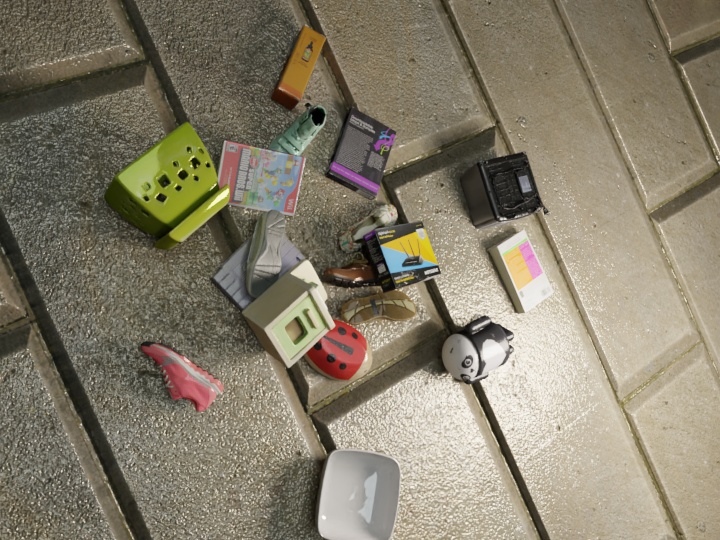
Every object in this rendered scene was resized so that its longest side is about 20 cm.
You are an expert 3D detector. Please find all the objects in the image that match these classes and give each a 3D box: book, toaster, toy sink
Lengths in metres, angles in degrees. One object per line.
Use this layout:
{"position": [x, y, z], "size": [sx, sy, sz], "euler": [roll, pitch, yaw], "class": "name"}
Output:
{"position": [0.456, 0.001, 1.807], "size": [0.133, 0.048, 0.202], "euler": [-27, 93, -29], "class": "book"}
{"position": [0.397, -0.214, 1.778], "size": [0.179, 0.118, 0.203], "euler": [-16, 87, -26], "class": "toaster"}
{"position": [-0.141, 0.094, 1.440], "size": [0.200, 0.111, 0.131], "euler": [-41, 128, -21], "class": "toy sink"}

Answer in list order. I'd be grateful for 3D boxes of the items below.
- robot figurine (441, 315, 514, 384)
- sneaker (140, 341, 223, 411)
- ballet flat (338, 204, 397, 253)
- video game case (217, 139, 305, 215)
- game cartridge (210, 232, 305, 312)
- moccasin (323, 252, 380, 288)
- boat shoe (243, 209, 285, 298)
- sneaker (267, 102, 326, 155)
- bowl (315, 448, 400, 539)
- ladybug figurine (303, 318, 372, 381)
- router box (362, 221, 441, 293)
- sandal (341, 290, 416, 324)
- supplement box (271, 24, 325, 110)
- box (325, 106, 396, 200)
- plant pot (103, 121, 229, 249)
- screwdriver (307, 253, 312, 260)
{"position": [0.305, 0.205, 1.651], "size": [0.198, 0.125, 0.152], "euler": [-17, 80, -27], "class": "robot figurine"}
{"position": [-0.388, 0.225, 1.356], "size": [0.199, 0.074, 0.087], "euler": [38, 69, -14], "class": "sneaker"}
{"position": [0.031, -0.108, 1.619], "size": [0.199, 0.064, 0.076], "euler": [-39, 96, -26], "class": "ballet flat"}
{"position": [-0.237, -0.215, 1.506], "size": [0.197, 0.017, 0.145], "euler": [8, 104, -23], "class": "video game case"}
{"position": [-0.238, -0.007, 1.493], "size": [0.130, 0.038, 0.200], "euler": [46, 66, -6], "class": "game cartridge"}
{"position": [0.001, 0.000, 1.578], "size": [0.198, 0.073, 0.079], "euler": [-3, 79, -26], "class": "moccasin"}
{"position": [-0.223, -0.037, 1.461], "size": [0.074, 0.064, 0.205], "euler": [16, 79, -41], "class": "boat shoe"}
{"position": [-0.157, -0.320, 1.542], "size": [0.073, 0.118, 0.202], "euler": [38, 68, -15], "class": "sneaker"}
{"position": [-0.011, 0.516, 1.474], "size": [0.197, 0.074, 0.203], "euler": [15, 74, -21], "class": "bowl"}
{"position": [-0.053, 0.186, 1.519], "size": [0.198, 0.072, 0.138], "euler": [26, 71, -18], "class": "ladybug figurine"}
{"position": [0.107, -0.037, 1.606], "size": [0.199, 0.051, 0.151], "euler": [-14, 81, -49], "class": "router box"}
{"position": [0.042, 0.098, 1.592], "size": [0.197, 0.054, 0.082], "euler": [-8, 74, -19], "class": "sandal"}
{"position": [-0.156, -0.510, 1.609], "size": [0.066, 0.069, 0.203], "euler": [26, 72, -19], "class": "supplement box"}
{"position": [0.004, -0.304, 1.660], "size": [0.141, 0.036, 0.203], "euler": [25, 72, -20], "class": "box"}
{"position": [-0.401, -0.163, 1.361], "size": [0.200, 0.198, 0.182], "euler": [-45, 105, -25], "class": "plant pot"}
{"position": [-0.167, 0.038, 1.521], "size": [0.029, 0.028, 0.202], "euler": [21, 67, 11], "class": "screwdriver"}
